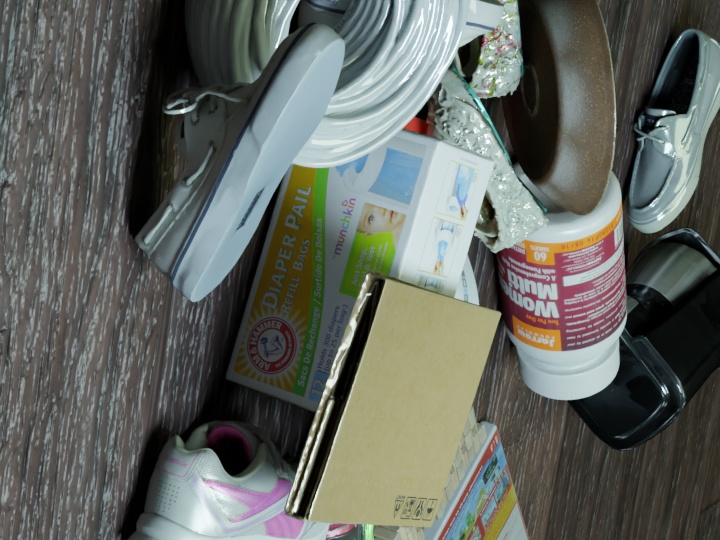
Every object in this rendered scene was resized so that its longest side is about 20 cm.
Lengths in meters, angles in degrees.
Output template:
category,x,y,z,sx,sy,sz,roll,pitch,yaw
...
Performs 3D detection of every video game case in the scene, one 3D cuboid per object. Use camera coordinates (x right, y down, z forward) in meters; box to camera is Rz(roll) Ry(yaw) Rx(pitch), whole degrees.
category,x,y,z,sx,sy,sz,roll,pitch,yaw
video game case,0.102,0.248,1.927,0.144,0.017,0.201,-58,150,-29

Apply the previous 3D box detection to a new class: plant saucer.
category,x,y,z,sx,sy,sz,roll,pitch,yaw
plant saucer,0.144,-0.140,1.643,0.200,0.036,0.203,173,-90,-78

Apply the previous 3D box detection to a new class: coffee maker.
category,x,y,z,sx,sy,sz,roll,pitch,yaw
coffee maker,0.297,0.077,2.023,0.200,0.191,0.136,-37,152,-48

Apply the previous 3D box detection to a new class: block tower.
category,x,y,z,sx,sy,sz,roll,pitch,yaw
block tower,0.031,0.185,1.713,0.201,0.054,0.058,-57,149,-33

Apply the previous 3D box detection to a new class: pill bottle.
category,x,y,z,sx,sy,sz,roll,pitch,yaw
pill bottle,0.172,0.008,1.830,0.110,0.109,0.201,-51,145,-39

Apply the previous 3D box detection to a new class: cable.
category,x,y,z,sx,sy,sz,roll,pitch,yaw
cable,-0.021,-0.166,1.346,0.199,0.069,0.201,9,112,-45

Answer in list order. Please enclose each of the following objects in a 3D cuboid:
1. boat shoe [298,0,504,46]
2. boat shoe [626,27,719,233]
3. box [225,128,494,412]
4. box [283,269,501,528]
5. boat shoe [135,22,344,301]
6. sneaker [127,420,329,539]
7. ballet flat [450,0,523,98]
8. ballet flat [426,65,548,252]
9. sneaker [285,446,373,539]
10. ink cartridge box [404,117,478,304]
category,x,y,z,sx,sy,sz,roll,pitch,yaw
boat shoe,0.026,-0.166,1.491,0.199,0.071,0.070,-9,120,-54
boat shoe,0.292,-0.138,2.049,0.071,0.070,0.202,33,74,-42
box,0.000,0.000,1.484,0.101,0.112,0.202,13,93,-64
box,0.026,0.091,1.442,0.200,0.021,0.165,16,92,-63
boat shoe,-0.084,-0.080,1.277,0.075,0.086,0.203,-38,163,-51
sneaker,-0.075,0.146,1.453,0.200,0.081,0.089,-4,110,-63
ballet flat,0.082,-0.211,1.590,0.063,0.076,0.201,-23,125,-19
ballet flat,0.087,-0.074,1.634,0.072,0.071,0.200,-64,145,-20
sneaker,-0.027,0.173,1.593,0.083,0.077,0.202,9,106,-27
ink cartridge box,0.053,-0.009,1.657,0.160,0.047,0.202,12,95,-64
